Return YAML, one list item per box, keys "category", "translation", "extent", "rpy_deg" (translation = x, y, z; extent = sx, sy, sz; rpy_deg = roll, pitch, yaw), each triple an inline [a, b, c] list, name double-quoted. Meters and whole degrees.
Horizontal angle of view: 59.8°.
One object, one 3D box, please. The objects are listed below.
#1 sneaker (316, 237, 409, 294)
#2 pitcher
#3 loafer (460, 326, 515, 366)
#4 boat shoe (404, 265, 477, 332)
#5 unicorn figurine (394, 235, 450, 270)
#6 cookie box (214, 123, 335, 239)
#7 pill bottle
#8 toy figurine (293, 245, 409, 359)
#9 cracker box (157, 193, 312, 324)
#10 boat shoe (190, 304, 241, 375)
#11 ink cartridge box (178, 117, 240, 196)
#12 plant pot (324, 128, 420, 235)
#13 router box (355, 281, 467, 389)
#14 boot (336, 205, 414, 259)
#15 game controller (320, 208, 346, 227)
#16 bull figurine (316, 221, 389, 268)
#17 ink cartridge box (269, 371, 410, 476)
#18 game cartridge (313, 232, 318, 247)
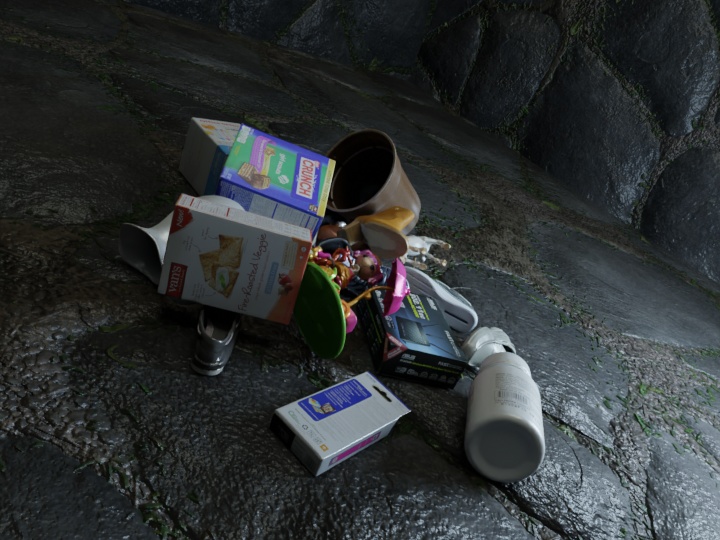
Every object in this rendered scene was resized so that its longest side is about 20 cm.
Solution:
- category: "sneaker"
  translation: [0.000, 0.000, 1.172]
  extent: [0.196, 0.071, 0.109]
  rpy_deg: [21, -14, 5]
- category: "pitcher"
  translation: [-0.263, -0.033, 1.021]
  extent: [0.172, 0.122, 0.198]
  rpy_deg: [47, 42, 16]
- category: "loafer"
  translation: [0.235, 0.145, 1.142]
  extent: [0.070, 0.071, 0.198]
  rpy_deg: [44, 23, 24]
- category: "boat shoe"
  translation: [0.146, 0.056, 1.267]
  extent: [0.198, 0.073, 0.071]
  rpy_deg: [35, 17, -3]
- category: "unicorn figurine"
  translation: [0.115, -0.043, 1.303]
  extent: [0.136, 0.075, 0.198]
  rpy_deg: [23, 2, 43]
- category: "cookie box"
  translation: [-0.157, -0.165, 1.177]
  extent: [0.196, 0.076, 0.174]
  rpy_deg: [20, 45, -12]
- category: "pill bottle"
  translation: [0.219, 0.213, 0.958]
  extent: [0.112, 0.116, 0.201]
  rpy_deg: [25, 25, 2]
- category: "toy figurine"
  translation: [-0.012, 0.021, 1.016]
  extent: [0.181, 0.151, 0.202]
  rpy_deg: [-17, 61, -34]
- category: "cracker box"
  translation: [-0.180, -0.014, 0.904]
  extent: [0.195, 0.137, 0.058]
  rpy_deg: [15, 20, -12]
- category: "boat shoe"
  translation: [-0.205, 0.072, 0.920]
  extent: [0.065, 0.058, 0.201]
  rpy_deg: [17, 26, -13]
- category: "ink cartridge box"
  translation: [-0.296, -0.234, 1.350]
  extent: [0.127, 0.127, 0.200]
  rpy_deg: [-2, 36, -43]
- category: "plant pot"
  translation: [0.031, -0.172, 1.405]
  extent: [0.200, 0.200, 0.198]
  rpy_deg: [46, 2, 39]
- category: "router box"
  translation: [0.084, 0.109, 1.100]
  extent: [0.147, 0.063, 0.201]
  rpy_deg: [15, 27, -21]
- category: "boot"
  translation: [0.060, -0.085, 1.211]
  extent: [0.142, 0.072, 0.199]
  rpy_deg: [-28, 24, -34]
- category: "game controller"
  translation: [-0.095, -0.129, 1.382]
  extent: [0.105, 0.042, 0.199]
  rpy_deg: [52, 24, 8]
- category: "bull figurine"
  translation: [-0.005, -0.035, 1.298]
  extent: [0.198, 0.066, 0.121]
  rpy_deg: [35, 20, 9]
- category: "ink cartridge box"
  translation: [-0.022, 0.202, 0.859]
  extent: [0.094, 0.038, 0.198]
  rpy_deg: [38, 31, 28]
- category: "game cartridge"
  translation: [-0.175, -0.113, 1.249]
  extent: [0.196, 0.041, 0.136]
  rpy_deg: [18, 66, -12]
